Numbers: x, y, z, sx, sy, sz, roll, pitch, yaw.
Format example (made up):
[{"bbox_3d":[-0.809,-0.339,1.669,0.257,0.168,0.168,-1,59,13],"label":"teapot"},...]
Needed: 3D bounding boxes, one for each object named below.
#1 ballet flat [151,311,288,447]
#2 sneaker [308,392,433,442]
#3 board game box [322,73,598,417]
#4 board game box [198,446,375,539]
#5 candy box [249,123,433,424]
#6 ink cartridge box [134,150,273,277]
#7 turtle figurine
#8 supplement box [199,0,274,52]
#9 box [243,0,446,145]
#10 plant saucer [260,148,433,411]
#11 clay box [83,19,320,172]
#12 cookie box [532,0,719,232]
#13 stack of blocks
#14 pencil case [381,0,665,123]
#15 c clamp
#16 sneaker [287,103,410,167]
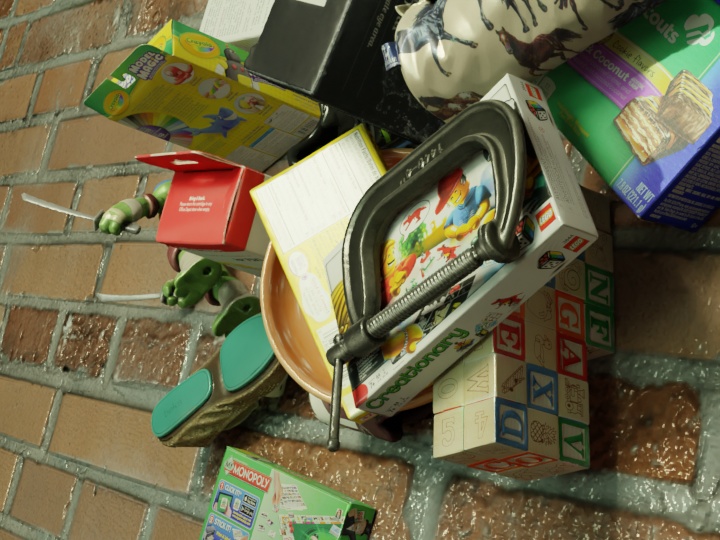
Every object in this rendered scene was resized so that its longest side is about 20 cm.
[{"bbox_3d":[-0.107,0.098,1.226,0.200,0.065,0.071,-36,48,36],"label":"ballet flat"},{"bbox_3d":[0.041,0.040,1.061,0.115,0.076,0.200,20,95,44],"label":"sneaker"},{"bbox_3d":[0.056,-0.013,0.878,0.200,0.035,0.126,-45,43,33],"label":"board game box"},{"bbox_3d":[-0.072,0.234,1.144,0.200,0.029,0.135,12,83,56],"label":"board game box"},{"bbox_3d":[0.000,0.000,0.997,0.102,0.026,0.200,-28,66,9],"label":"candy box"},{"bbox_3d":[-0.086,-0.036,1.143,0.116,0.200,0.067,2,75,55],"label":"ink cartridge box"},{"bbox_3d":[-0.195,-0.002,1.334,0.194,0.200,0.144,45,145,48],"label":"turtle figurine"},{"bbox_3d":[-0.056,-0.243,1.292,0.200,0.101,0.103,2,76,54],"label":"supplement box"},{"bbox_3d":[0.053,-0.196,1.030,0.117,0.200,0.197,30,99,56],"label":"box"},{"bbox_3d":[0.022,0.009,1.021,0.200,0.037,0.200,-6,72,21],"label":"plant saucer"},{"bbox_3d":[-0.144,-0.162,1.286,0.115,0.200,0.048,-34,48,40],"label":"clay box"},{"bbox_3d":[0.208,-0.155,0.873,0.200,0.075,0.171,-52,54,25],"label":"cookie box"},{"bbox_3d":[0.109,0.034,0.915,0.059,0.115,0.200,-24,56,47],"label":"stack of blocks"},{"bbox_3d":[0.107,-0.169,0.861,0.200,0.078,0.089,-28,97,39],"label":"pencil case"},{"bbox_3d":[0.039,-0.005,0.849,0.200,0.027,0.171,-43,39,37],"label":"c clamp"},{"bbox_3d":[0.010,-0.139,1.166,0.200,0.083,0.071,-47,41,30],"label":"sneaker"}]
